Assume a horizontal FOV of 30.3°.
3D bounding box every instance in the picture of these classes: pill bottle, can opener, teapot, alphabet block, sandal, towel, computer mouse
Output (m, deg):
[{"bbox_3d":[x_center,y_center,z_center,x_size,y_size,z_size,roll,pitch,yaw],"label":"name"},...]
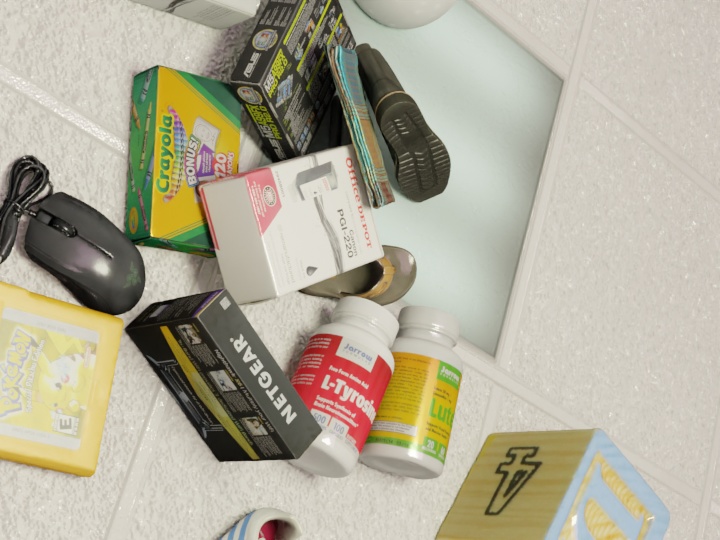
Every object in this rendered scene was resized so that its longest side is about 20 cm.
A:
[{"bbox_3d":[-0.026,0.138,1.607,0.112,0.112,0.201,39,60,-29],"label":"pill bottle"},{"bbox_3d":[0.069,0.153,1.685,0.111,0.111,0.202,27,67,-34],"label":"pill bottle"},{"bbox_3d":[-0.028,-0.134,1.687,0.066,0.052,0.202,19,71,-37],"label":"can opener"},{"bbox_3d":[0.082,-0.422,1.766,0.200,0.145,0.198,-47,113,-36],"label":"teapot"},{"bbox_3d":[0.255,0.341,1.755,0.196,0.199,0.197,49,56,-22],"label":"alphabet block"},{"bbox_3d":[0.000,0.000,1.688,0.199,0.054,0.083,8,78,-39],"label":"sandal"},{"bbox_3d":[0.003,-0.176,1.622,0.147,0.021,0.202,-35,109,-80],"label":"towel"},{"bbox_3d":[-0.306,-0.022,1.435,0.199,0.052,0.140,37,61,-30],"label":"computer mouse"}]

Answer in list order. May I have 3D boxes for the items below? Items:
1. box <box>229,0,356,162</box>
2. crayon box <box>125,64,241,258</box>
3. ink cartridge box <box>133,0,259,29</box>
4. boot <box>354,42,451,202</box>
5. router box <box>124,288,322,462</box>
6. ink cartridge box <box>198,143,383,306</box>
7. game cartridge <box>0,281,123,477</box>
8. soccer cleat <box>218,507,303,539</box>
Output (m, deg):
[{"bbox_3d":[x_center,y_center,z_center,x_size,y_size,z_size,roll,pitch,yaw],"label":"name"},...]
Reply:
[{"bbox_3d":[-0.078,-0.256,1.624,0.201,0.044,0.161,-68,152,-25],"label":"box"},{"bbox_3d":[-0.203,-0.123,1.533,0.118,0.058,0.202,10,77,-40],"label":"crayon box"},{"bbox_3d":[-0.217,-0.381,1.547,0.199,0.083,0.147,13,75,-39],"label":"ink cartridge box"},{"bbox_3d":[0.054,-0.198,1.758,0.201,0.077,0.139,69,-3,-51],"label":"boot"},{"bbox_3d":[-0.153,0.121,1.474,0.052,0.157,0.201,-45,112,-35],"label":"router box"},{"bbox_3d":[-0.076,-0.056,1.549,0.199,0.084,0.147,-22,99,-50],"label":"ink cartridge box"},{"bbox_3d":[-0.353,0.110,1.389,0.199,0.032,0.178,20,70,-37],"label":"game cartridge"},{"bbox_3d":[-0.145,0.336,1.492,0.200,0.086,0.070,-43,110,-36],"label":"soccer cleat"}]
